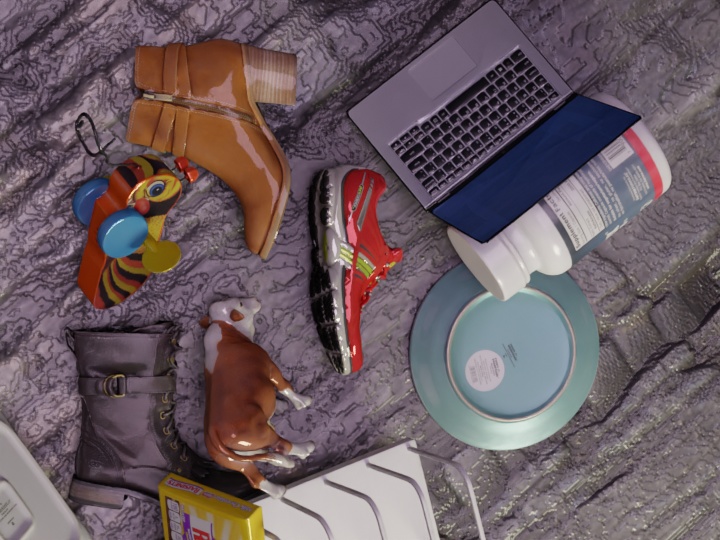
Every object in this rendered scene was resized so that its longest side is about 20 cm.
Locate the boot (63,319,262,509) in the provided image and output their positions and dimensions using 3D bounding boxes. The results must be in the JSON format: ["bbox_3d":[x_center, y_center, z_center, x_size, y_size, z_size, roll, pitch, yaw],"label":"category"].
[{"bbox_3d":[-0.183,0.135,1.468,0.199,0.069,0.175,5,92,-13],"label":"boot"}]

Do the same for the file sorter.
[{"bbox_3d":[0.002,0.259,1.435,0.199,0.124,0.140,-19,101,-23],"label":"file sorter"}]

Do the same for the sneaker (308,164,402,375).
[{"bbox_3d":[0.000,0.000,1.496,0.084,0.077,0.202,-2,95,-17],"label":"sneaker"}]

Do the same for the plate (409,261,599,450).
[{"bbox_3d":[0.147,0.081,1.558,0.199,0.026,0.202,-1,95,-13],"label":"plate"}]

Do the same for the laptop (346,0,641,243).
[{"bbox_3d":[0.119,-0.144,1.459,0.187,0.116,0.200,-38,81,-8],"label":"laptop"}]

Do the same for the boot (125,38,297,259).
[{"bbox_3d":[-0.142,-0.114,1.462,0.154,0.074,0.202,3,90,-8],"label":"boot"}]

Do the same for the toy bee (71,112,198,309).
[{"bbox_3d":[-0.196,-0.055,1.414,0.108,0.200,0.131,-18,68,-29],"label":"toy bee"}]

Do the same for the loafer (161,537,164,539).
[{"bbox_3d":[-0.105,0.269,1.490,0.199,0.076,0.068,-11,90,-11],"label":"loafer"}]

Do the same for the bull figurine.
[{"bbox_3d":[-0.102,0.114,1.450,0.065,0.201,0.121,-36,121,28],"label":"bull figurine"}]

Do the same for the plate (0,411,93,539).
[{"bbox_3d":[-0.321,0.220,1.385,0.032,0.200,0.201,-29,102,24],"label":"plate"}]

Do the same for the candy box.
[{"bbox_3d":[-0.127,0.281,1.409,0.026,0.102,0.201,-41,136,-48],"label":"candy box"}]

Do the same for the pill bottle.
[{"bbox_3d":[0.187,-0.067,1.507,0.200,0.120,0.120,-38,101,-7],"label":"pill bottle"}]
